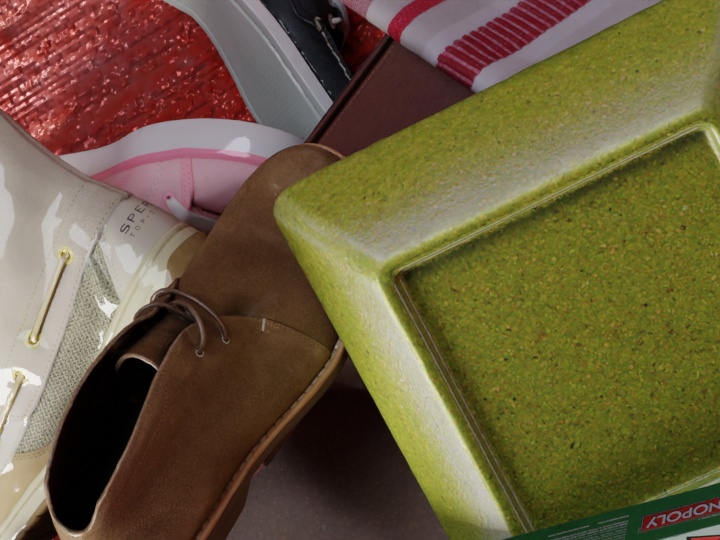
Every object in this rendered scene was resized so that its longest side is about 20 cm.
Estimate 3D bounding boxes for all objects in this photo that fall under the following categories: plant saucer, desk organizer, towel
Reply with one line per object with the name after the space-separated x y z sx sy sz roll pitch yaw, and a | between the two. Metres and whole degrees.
0.096 0.021 0.945 0.200 0.048 0.200 -26 106 9 | plant saucer
0.000 0.000 1.041 0.077 0.072 0.200 28 75 32 | desk organizer
-0.017 0.120 1.074 0.200 0.037 0.201 -8 74 28 | plant saucer
0.096 -0.113 1.036 0.144 0.023 0.200 -36 55 -27 | towel

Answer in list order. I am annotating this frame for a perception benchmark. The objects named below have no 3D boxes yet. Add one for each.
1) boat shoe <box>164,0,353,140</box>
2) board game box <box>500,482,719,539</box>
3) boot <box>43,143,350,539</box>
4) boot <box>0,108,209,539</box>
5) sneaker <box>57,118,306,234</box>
-0.040 -0.120 1.133 0.060 0.076 0.200 -30 75 -24 | boat shoe
0.098 0.155 0.954 0.200 0.135 0.029 -18 26 24 | board game box
-0.056 0.028 0.960 0.073 0.076 0.200 15 67 28 | boot
-0.166 0.027 1.077 0.154 0.072 0.200 35 114 8 | boot
-0.099 -0.004 1.125 0.200 0.075 0.105 -9 71 39 | sneaker
